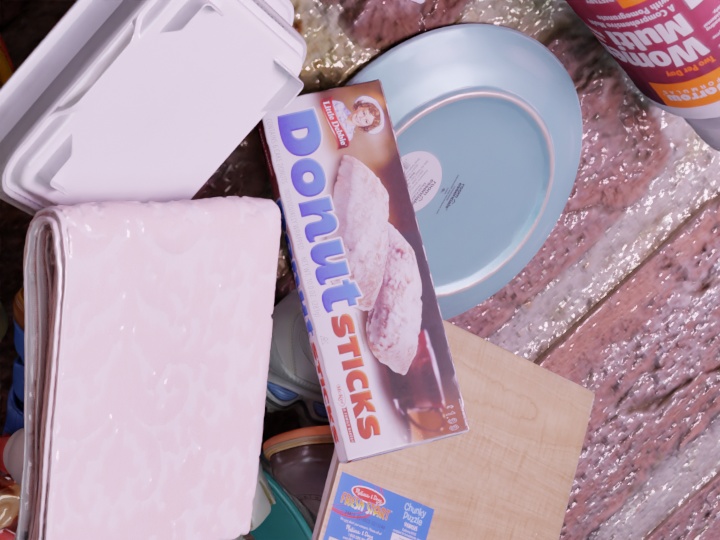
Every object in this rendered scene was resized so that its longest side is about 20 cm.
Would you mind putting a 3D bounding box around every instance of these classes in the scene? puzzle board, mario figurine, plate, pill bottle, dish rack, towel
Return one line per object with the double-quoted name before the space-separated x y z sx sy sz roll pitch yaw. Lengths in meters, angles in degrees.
"puzzle board" 0.054 0.114 1.409 0.200 0.017 0.151 25 76 -43
"mario figurine" -0.149 0.089 1.318 0.123 0.106 0.200 -12 135 -31
"plate" 0.050 -0.048 1.423 0.200 0.026 0.201 -16 127 -23
"pill bottle" 0.185 -0.155 1.383 0.110 0.110 0.200 -46 132 1
"dish rack" -0.103 -0.082 1.235 0.172 0.044 0.200 -48 159 3
"towel" -0.110 0.058 1.255 0.200 0.032 0.192 -7 104 -61

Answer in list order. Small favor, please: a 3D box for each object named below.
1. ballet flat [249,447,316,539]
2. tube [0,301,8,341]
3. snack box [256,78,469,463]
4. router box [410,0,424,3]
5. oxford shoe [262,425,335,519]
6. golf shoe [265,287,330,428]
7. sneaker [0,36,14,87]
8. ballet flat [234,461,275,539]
"ballet flat" -0.023 0.165 1.490 0.073 0.073 0.200 -32 121 -11
"tube" -0.241 -0.035 1.232 0.058 0.052 0.200 -39 131 -19
"snack box" 0.000 0.000 1.336 0.072 0.024 0.200 -13 85 -12
"router box" -0.001 -0.255 1.242 0.179 0.049 0.200 16 109 -38
"oxford shoe" 0.016 0.148 1.418 0.071 0.073 0.200 -22 142 32
"golf shoe" 0.029 0.054 1.428 0.200 0.078 0.097 16 124 -39
"sneaker" -0.207 -0.134 1.172 0.073 0.077 0.200 -32 129 -9
"ballet flat" -0.086 0.142 1.401 0.069 0.071 0.200 -37 149 -37
